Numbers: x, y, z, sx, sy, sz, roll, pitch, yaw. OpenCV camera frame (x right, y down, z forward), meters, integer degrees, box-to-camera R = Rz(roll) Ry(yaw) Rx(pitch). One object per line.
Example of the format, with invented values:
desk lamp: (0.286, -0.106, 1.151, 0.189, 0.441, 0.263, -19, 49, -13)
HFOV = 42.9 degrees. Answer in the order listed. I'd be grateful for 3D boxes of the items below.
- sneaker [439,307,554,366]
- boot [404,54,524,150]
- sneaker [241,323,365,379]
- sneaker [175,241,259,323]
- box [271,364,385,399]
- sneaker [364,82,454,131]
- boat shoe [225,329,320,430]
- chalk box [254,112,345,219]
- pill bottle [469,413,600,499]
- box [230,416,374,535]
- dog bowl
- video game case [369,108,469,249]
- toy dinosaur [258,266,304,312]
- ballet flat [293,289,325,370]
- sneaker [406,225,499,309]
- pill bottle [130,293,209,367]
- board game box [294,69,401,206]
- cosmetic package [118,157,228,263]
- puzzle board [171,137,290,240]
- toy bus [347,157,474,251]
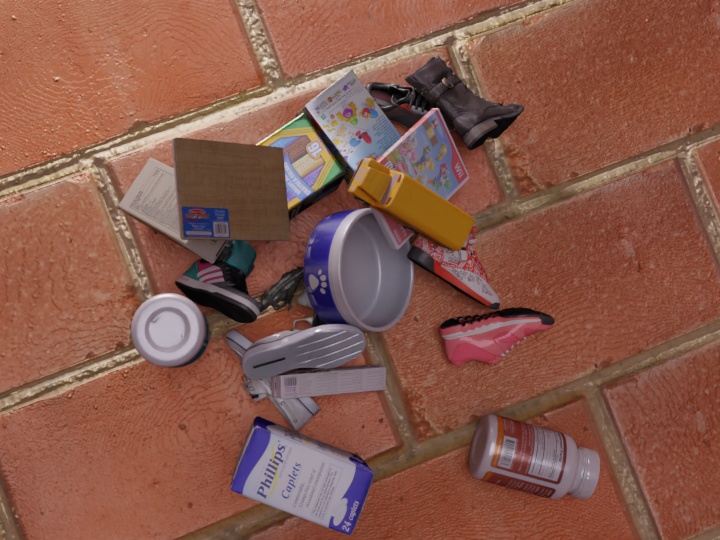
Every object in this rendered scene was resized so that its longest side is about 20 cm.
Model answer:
sneaker: (0.237, 0.117, 1.582, 0.199, 0.074, 0.087, -8, 99, -3)
boot: (0.182, -0.304, 1.576, 0.174, 0.069, 0.200, 50, 40, 8)
sneaker: (-0.092, 0.117, 1.454, 0.199, 0.071, 0.073, -10, 113, -1)
sneaker: (-0.205, 0.010, 1.491, 0.121, 0.200, 0.084, -52, 133, -19)
box: (-0.051, 0.182, 1.507, 0.199, 0.039, 0.042, -2, 93, -31)
sneaker: (0.091, -0.285, 1.590, 0.199, 0.082, 0.077, 6, 83, -7)
boat shoe: (-0.160, 0.186, 1.522, 0.200, 0.071, 0.070, 45, 78, -7)
chalk box: (-0.145, -0.146, 1.528, 0.200, 0.125, 0.124, -34, 89, -10)
pill bottle: (0.292, 0.318, 1.536, 0.199, 0.112, 0.113, 16, 82, -5)
box: (-0.095, 0.320, 1.455, 0.199, 0.184, 0.105, 22, 83, -4)
dog bowl: (0.000, 0.000, 1.496, 0.200, 0.079, 0.201, 3, 86, -51)
video game case: (0.090, -0.150, 1.500, 0.200, 0.017, 0.143, -45, 123, -26)
toy dinosaur: (-0.116, 0.021, 1.530, 0.200, 0.088, 0.047, -43, 79, -5)
ballet flat: (-0.076, 0.076, 1.544, 0.068, 0.068, 0.201, 11, 83, 3)
sneaker: (0.182, -0.020, 1.550, 0.201, 0.067, 0.108, 32, 89, -24)
pill bottle: (-0.295, 0.098, 1.447, 0.110, 0.200, 0.111, 1, 83, -7)
board game box: (-0.004, -0.219, 1.546, 0.105, 0.103, 0.200, -39, 99, -10)
cosmetic package: (-0.289, -0.099, 1.476, 0.200, 0.071, 0.105, 28, 82, 40)
puzzle board: (-0.196, -0.120, 1.400, 0.200, 0.017, 0.151, -1, 84, -42)
toy bus: (0.078, -0.102, 1.426, 0.200, 0.078, 0.065, 29, 87, -33)
